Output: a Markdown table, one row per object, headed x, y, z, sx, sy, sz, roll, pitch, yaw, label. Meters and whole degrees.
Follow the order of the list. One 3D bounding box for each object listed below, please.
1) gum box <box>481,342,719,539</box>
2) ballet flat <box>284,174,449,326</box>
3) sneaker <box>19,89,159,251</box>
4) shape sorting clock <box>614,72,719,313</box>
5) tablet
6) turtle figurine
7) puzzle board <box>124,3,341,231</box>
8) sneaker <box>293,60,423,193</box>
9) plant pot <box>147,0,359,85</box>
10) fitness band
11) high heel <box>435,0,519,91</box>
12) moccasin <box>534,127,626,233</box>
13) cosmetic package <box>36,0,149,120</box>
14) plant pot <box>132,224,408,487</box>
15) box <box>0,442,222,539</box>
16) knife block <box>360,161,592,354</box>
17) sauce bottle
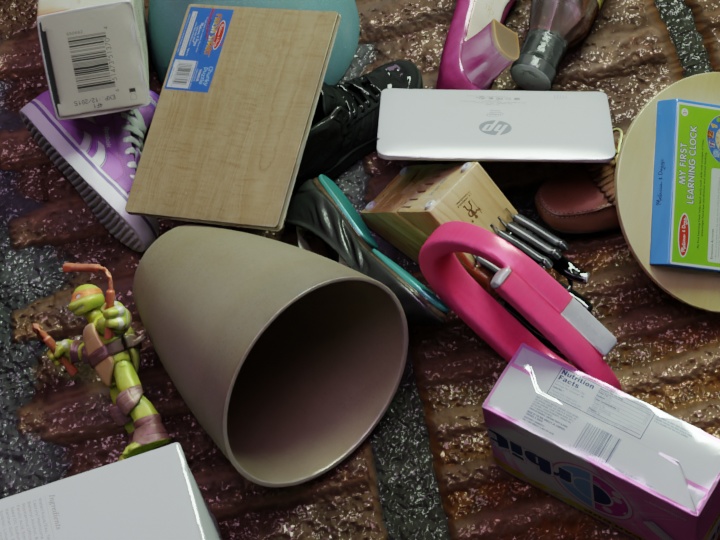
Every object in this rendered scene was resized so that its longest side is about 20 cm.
| x | y | z | sx | sy | sz | roll | pitch | yaw | label |
| --- | --- | --- | --- | --- | --- | --- | --- | --- | --- |
| 0.189 | 0.144 | 1.569 | 0.199 | 0.114 | 0.066 | 27 | 68 | 22 | gum box |
| 0.000 | 0.000 | 1.714 | 0.068 | 0.068 | 0.200 | -47 | 51 | 7 | ballet flat |
| -0.213 | -0.112 | 1.806 | 0.114 | 0.073 | 0.201 | -32 | 60 | -14 | sneaker |
| 0.302 | -0.065 | 1.673 | 0.199 | 0.039 | 0.202 | 2 | 85 | -21 | shape sorting clock |
| 0.115 | -0.126 | 1.718 | 0.198 | 0.014 | 0.130 | 1 | 30 | 3 | tablet |
| -0.208 | 0.078 | 1.667 | 0.064 | 0.200 | 0.162 | -18 | 81 | -31 | turtle figurine |
| -0.107 | -0.132 | 1.711 | 0.150 | 0.017 | 0.201 | 6 | 70 | 26 | puzzle board |
| -0.023 | -0.137 | 1.771 | 0.200 | 0.104 | 0.060 | -42 | 63 | -15 | sneaker |
| -0.107 | -0.255 | 1.835 | 0.199 | 0.135 | 0.201 | -4 | 59 | 6 | plant pot |
| 0.129 | 0.040 | 1.603 | 0.200 | 0.144 | 0.037 | 44 | 73 | -9 | fitness band |
| 0.101 | -0.229 | 1.847 | 0.096 | 0.067 | 0.201 | -39 | 38 | 33 | high heel |
| 0.243 | -0.091 | 1.718 | 0.200 | 0.078 | 0.074 | -18 | 55 | -2 | moccasin |
| -0.239 | -0.222 | 1.803 | 0.087 | 0.104 | 0.200 | -9 | 26 | -2 | cosmetic package |
| -0.094 | 0.045 | 1.648 | 0.187 | 0.188 | 0.200 | -41 | 48 | -15 | plant pot |
| -0.206 | 0.238 | 1.552 | 0.199 | 0.153 | 0.107 | -18 | 58 | -2 | box |
| 0.107 | -0.007 | 1.710 | 0.064 | 0.176 | 0.200 | -44 | 18 | -18 | knife block |
| 0.191 | -0.252 | 1.829 | 0.066 | 0.066 | 0.201 | 16 | 62 | 17 | sauce bottle |
